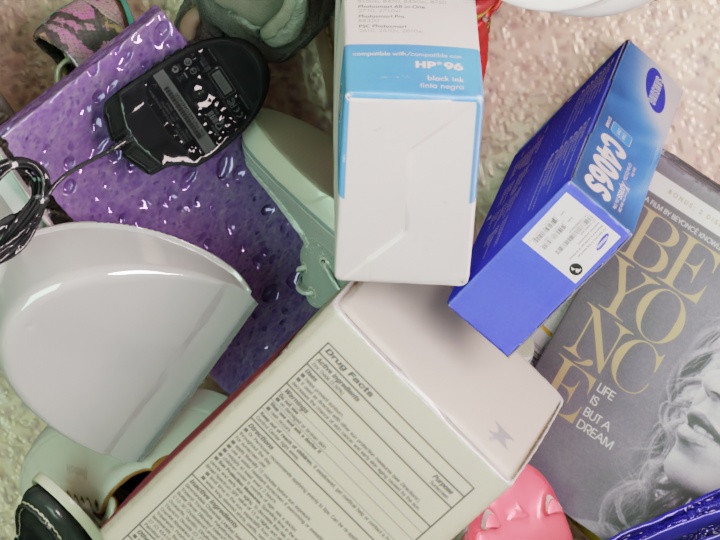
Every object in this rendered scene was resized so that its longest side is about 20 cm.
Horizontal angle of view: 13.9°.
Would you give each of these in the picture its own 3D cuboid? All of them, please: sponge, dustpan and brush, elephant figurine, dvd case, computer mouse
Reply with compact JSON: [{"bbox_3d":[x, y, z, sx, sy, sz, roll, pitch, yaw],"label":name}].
[{"bbox_3d":[-0.093,-0.038,1.619,0.112,0.030,0.200,-40,111,1],"label":"sponge"},{"bbox_3d":[-0.175,0.014,1.578,0.140,0.200,0.057,-53,32,26],"label":"dustpan and brush"},{"bbox_3d":[-0.048,-0.174,1.599,0.141,0.155,0.200,-23,111,-10],"label":"elephant figurine"},{"bbox_3d":[0.169,0.059,1.536,0.149,0.016,0.200,35,114,16],"label":"dvd case"},{"bbox_3d":[-0.134,-0.059,1.555,0.200,0.034,0.059,-32,92,-11],"label":"computer mouse"}]

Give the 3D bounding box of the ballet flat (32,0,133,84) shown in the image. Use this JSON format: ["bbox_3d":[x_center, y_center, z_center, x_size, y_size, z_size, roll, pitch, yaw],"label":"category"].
[{"bbox_3d":[-0.130,-0.058,1.676,0.071,0.069,0.200,-25,91,-12],"label":"ballet flat"}]

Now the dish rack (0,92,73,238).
[{"bbox_3d":[-0.217,-0.075,1.663,0.044,0.172,0.200,-35,86,1],"label":"dish rack"}]

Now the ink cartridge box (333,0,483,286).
[{"bbox_3d":[0.021,-0.100,1.457,0.068,0.200,0.116,2,130,-3],"label":"ink cartridge box"}]

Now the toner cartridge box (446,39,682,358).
[{"bbox_3d":[0.106,-0.040,1.496,0.043,0.200,0.095,42,117,-7],"label":"toner cartridge box"}]

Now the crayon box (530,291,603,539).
[{"bbox_3d":[0.155,0.086,1.587,0.200,0.052,0.126,45,116,11],"label":"crayon box"}]

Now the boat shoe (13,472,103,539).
[{"bbox_3d":[-0.177,0.189,1.702,0.075,0.066,0.199,43,159,22],"label":"boat shoe"}]

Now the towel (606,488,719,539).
[{"bbox_3d":[0.176,0.206,1.535,0.148,0.050,0.200,-20,126,-8],"label":"towel"}]

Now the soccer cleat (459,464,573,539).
[{"bbox_3d":[0.083,0.199,1.586,0.076,0.067,0.200,-172,70,-68],"label":"soccer cleat"}]

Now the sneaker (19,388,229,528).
[{"bbox_3d":[-0.144,0.127,1.693,0.073,0.085,0.200,37,145,-23],"label":"sneaker"}]

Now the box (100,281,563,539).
[{"bbox_3d":[-0.015,0.101,1.524,0.128,0.109,0.200,46,118,-1],"label":"box"}]

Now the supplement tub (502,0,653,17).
[{"bbox_3d":[0.127,-0.200,1.450,0.140,0.200,0.140,6,104,25],"label":"supplement tub"}]

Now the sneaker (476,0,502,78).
[{"bbox_3d":[0.042,-0.140,1.552,0.085,0.077,0.200,-131,39,-58],"label":"sneaker"}]

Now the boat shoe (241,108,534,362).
[{"bbox_3d":[0.001,0.000,1.577,0.201,0.070,0.072,44,114,9],"label":"boat shoe"}]
